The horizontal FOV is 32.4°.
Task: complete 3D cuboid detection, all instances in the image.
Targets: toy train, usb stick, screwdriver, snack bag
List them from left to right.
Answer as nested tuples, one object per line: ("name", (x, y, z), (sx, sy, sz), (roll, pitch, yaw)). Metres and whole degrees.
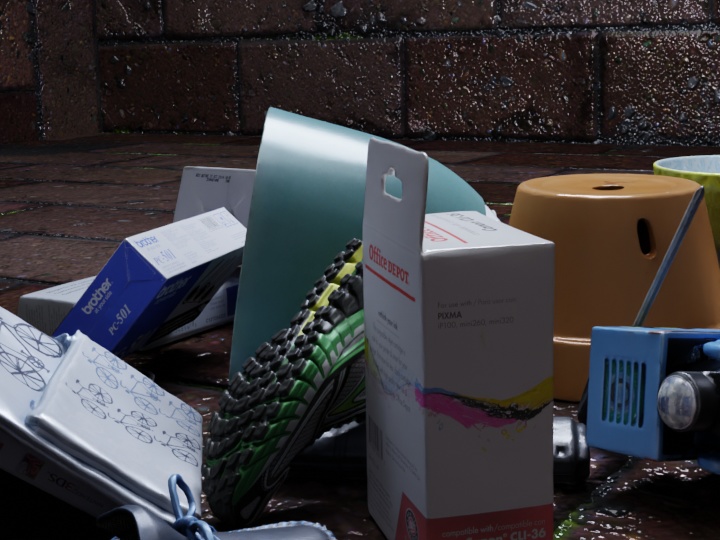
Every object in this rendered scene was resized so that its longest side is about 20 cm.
("snack bag", (-0.175, 0.064, 0.707), (0.199, 0.022, 0.189), (34, 5, -10))
("usb stick", (0.033, 0.103, 0.722), (0.197, 0.033, 0.056), (1, 15, 7))
("screwdriver", (0.161, 0.027, 0.730), (0.029, 0.202, 0.028), (7, 43, 0))
("toy train", (0.224, 0.069, 0.701), (0.198, 0.088, 0.114), (2, 3, -34))

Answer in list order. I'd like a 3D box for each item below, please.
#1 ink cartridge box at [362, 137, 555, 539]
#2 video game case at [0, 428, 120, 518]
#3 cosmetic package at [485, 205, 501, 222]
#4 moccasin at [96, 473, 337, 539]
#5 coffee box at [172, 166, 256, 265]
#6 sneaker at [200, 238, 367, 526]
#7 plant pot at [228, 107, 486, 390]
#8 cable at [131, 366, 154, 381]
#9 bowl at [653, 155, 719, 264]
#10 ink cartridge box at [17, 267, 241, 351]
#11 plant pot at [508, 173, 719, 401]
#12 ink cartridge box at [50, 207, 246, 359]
("ink cartridge box", (0.045, 0.038, 0.605), (0.066, 0.203, 0.116), (-4, 11, -13))
("video game case", (-0.225, 0.064, 0.719), (0.181, 0.023, 0.200), (33, 0, -20))
("cosmetic package", (0.015, -0.014, 1.038), (0.197, 0.075, 0.102), (1, 11, 0))
("moccasin", (-0.088, 0.129, 0.500), (0.198, 0.069, 0.080), (-10, 14, -39))
("coffee box", (-0.072, -0.038, 1.198), (0.113, 0.081, 0.199), (7, -5, 38))
("sneaker", (-0.010, 0.063, 0.685), (0.200, 0.085, 0.078), (-49, 18, -23))
("plant pot", (0.000, 0.000, 0.867), (0.159, 0.204, 0.201), (9, 10, -3))
("cable", (-0.247, 0.073, 0.865), (0.197, 0.051, 0.097), (-1, 8, 3))
("bowl", (0.416, -0.063, 1.341), (0.197, 0.109, 0.200), (-2, 10, 0))
("ink cartridge box", (-0.211, 0.025, 1.150), (0.198, 0.044, 0.196), (7, 14, 30))
("plant pot", (0.185, 0.005, 0.934), (0.197, 0.142, 0.200), (-2, 11, 0))
("ink cartridge box", (-0.150, 0.010, 0.942), (0.044, 0.094, 0.200), (42, 15, 4))
